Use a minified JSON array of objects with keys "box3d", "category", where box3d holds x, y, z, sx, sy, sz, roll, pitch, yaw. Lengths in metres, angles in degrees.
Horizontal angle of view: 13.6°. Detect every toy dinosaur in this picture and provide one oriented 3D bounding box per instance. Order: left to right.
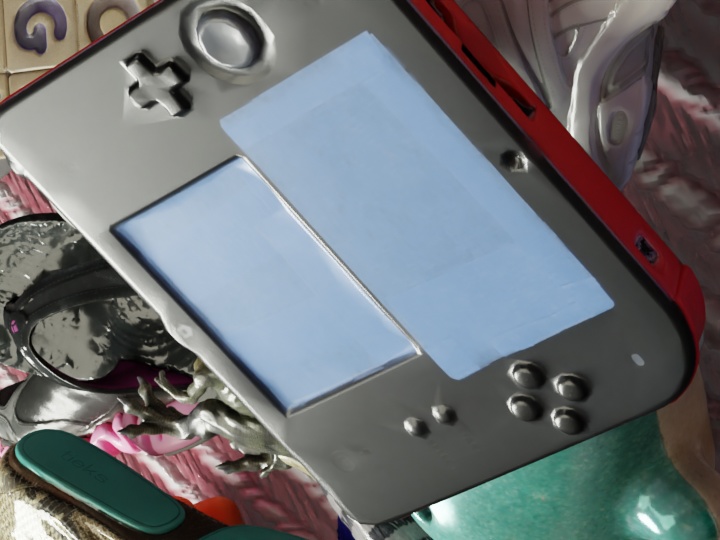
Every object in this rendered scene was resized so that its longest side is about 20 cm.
[{"box3d":[-0.040,0.060,1.220,0.088,0.048,0.200,-12,134,43],"category":"toy dinosaur"}]

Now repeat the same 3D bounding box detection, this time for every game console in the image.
[{"box3d":[-0.004,-0.011,0.964,0.176,0.031,0.200,-29,111,38],"category":"game console"}]

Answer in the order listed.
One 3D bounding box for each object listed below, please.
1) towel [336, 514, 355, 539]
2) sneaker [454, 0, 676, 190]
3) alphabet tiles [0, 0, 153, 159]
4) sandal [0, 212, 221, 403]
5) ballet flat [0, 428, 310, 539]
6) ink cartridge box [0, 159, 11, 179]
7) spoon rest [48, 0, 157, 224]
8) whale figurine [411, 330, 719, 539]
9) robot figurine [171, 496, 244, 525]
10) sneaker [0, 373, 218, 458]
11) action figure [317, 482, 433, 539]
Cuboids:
[{"box3d":[0.038,0.186,1.317,0.147,0.049,0.201,37,144,32],"category":"towel"},{"box3d":[0.054,-0.104,0.952,0.099,0.078,0.201,10,137,2],"category":"sneaker"},{"box3d":[-0.170,-0.125,1.196,0.199,0.006,0.168,-4,88,27],"category":"alphabet tiles"},{"box3d":[-0.094,0.024,1.288,0.199,0.048,0.076,12,111,20],"category":"sandal"},{"box3d":[-0.079,0.135,1.320,0.199,0.068,0.076,21,116,28],"category":"ballet flat"},{"box3d":[-0.224,-0.134,1.311,0.200,0.083,0.147,52,-168,11],"category":"ink cartridge box"},{"box3d":[-0.067,-0.074,1.212,0.200,0.099,0.061,121,153,-49],"category":"spoon rest"},{"box3d":[0.063,0.043,1.063,0.159,0.104,0.200,51,164,12],"category":"whale figurine"},{"box3d":[-0.074,0.209,1.407,0.144,0.116,0.201,117,139,-73],"category":"robot figurine"},{"box3d":[-0.115,0.038,1.399,0.200,0.079,0.096,-13,100,52],"category":"sneaker"},{"box3d":[0.027,0.162,1.143,0.105,0.200,0.194,52,180,-40],"category":"action figure"}]
